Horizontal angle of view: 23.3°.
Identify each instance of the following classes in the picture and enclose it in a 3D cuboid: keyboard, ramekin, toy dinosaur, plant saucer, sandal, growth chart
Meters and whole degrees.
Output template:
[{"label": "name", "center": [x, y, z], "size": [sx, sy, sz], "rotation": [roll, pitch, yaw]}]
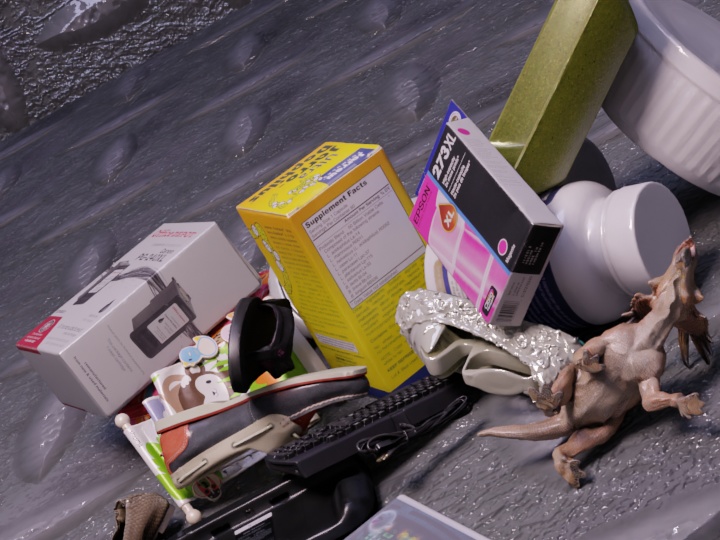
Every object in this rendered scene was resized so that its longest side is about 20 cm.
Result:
[{"label": "keyboard", "center": [0.026, 0.118, 1.403], "size": [0.200, 0.021, 0.127], "rotation": [-24, 14, -30]}, {"label": "ramekin", "center": [0.293, -0.145, 1.495], "size": [0.094, 0.202, 0.202], "rotation": [-56, 10, 23]}, {"label": "toy dinosaur", "center": [0.185, 0.077, 1.273], "size": [0.200, 0.086, 0.136], "rotation": [-39, 4, 25]}, {"label": "plant saucer", "center": [0.172, -0.158, 1.463], "size": [0.200, 0.048, 0.200], "rotation": [-87, 21, -74]}, {"label": "sandal", "center": [-0.073, 0.055, 1.478], "size": [0.048, 0.075, 0.200], "rotation": [0, 8, 10]}, {"label": "growth chart", "center": [-0.118, 0.117, 1.556], "size": [0.200, 0.145, 0.018], "rotation": [-37, -23, -22]}]

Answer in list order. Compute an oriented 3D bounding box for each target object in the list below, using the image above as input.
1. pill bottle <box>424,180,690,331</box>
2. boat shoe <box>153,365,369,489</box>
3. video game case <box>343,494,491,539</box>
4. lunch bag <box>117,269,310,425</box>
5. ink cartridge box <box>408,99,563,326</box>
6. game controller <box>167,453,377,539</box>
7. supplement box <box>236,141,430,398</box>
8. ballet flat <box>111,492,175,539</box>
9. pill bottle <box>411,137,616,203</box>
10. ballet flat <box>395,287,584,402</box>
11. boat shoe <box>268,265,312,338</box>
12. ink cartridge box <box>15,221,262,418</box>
[{"label": "pill bottle", "center": [0.164, -0.009, 1.441], "size": [0.200, 0.120, 0.120], "rotation": [-13, 26, 40]}, {"label": "boat shoe", "center": [-0.079, 0.129, 1.470], "size": [0.200, 0.063, 0.071], "rotation": [-19, -8, 17]}, {"label": "video game case", "center": [0.009, 0.237, 1.206], "size": [0.182, 0.023, 0.200], "rotation": [-36, 20, -17]}, {"label": "lunch bag", "center": [-0.147, 0.094, 1.700], "size": [0.176, 0.082, 0.200], "rotation": [-24, 21, 30]}, {"label": "ink cartridge box", "center": [0.089, -0.050, 1.398], "size": [0.037, 0.095, 0.200], "rotation": [5, 31, -28]}, {"label": "game controller", "center": [-0.079, 0.212, 1.384], "size": [0.200, 0.042, 0.104], "rotation": [-29, 34, 5]}, {"label": "supplement box", "center": [0.000, 0.000, 1.530], "size": [0.109, 0.200, 0.110], "rotation": [-37, 21, -20]}, {"label": "ballet flat", "center": [-0.202, 0.240, 1.434], "size": [0.067, 0.046, 0.200], "rotation": [-49, 8, 27]}, {"label": "pill bottle", "center": [0.130, -0.053, 1.619], "size": [0.200, 0.104, 0.104], "rotation": [-15, 25, 36]}, {"label": "ballet flat", "center": [0.090, 0.062, 1.394], "size": [0.200, 0.072, 0.072], "rotation": [13, 45, 43]}, {"label": "boat shoe", "center": [-0.046, -0.026, 1.699], "size": [0.064, 0.071, 0.200], "rotation": [-51, 31, 42]}, {"label": "ink cartridge box", "center": [-0.212, 0.042, 1.677], "size": [0.200, 0.083, 0.145], "rotation": [-42, 18, -20]}]
